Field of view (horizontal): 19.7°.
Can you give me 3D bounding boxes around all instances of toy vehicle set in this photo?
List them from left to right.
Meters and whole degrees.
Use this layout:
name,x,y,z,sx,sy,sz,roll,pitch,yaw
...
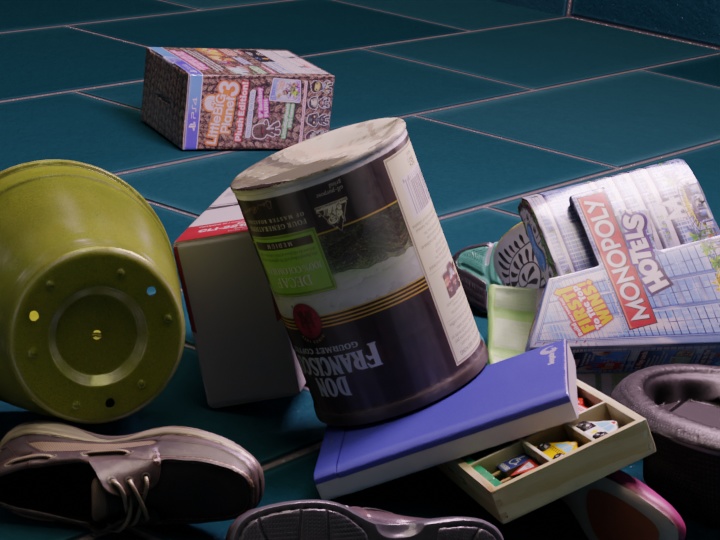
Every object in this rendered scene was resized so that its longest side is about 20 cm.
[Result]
name,x,y,z,sx,sy,sz,roll,pitch,yaw
toy vehicle set,0.126,0.126,1.547,0.124,0.027,0.200,-24,14,-10

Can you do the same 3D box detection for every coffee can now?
name,x,y,z,sx,sy,sz,roll,pitch,yaw
coffee can,0.000,0.000,1.621,0.146,0.201,0.146,-19,13,5

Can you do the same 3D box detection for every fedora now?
name,x,y,z,sx,sy,sz,roll,pitch,yaw
fedora,0.287,0.143,1.591,0.199,0.092,0.201,6,16,-2

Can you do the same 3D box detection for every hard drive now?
name,x,y,z,sx,sy,sz,roll,pitch,yaw
hard drive,0.066,0.112,1.574,0.199,0.025,0.132,-19,13,10

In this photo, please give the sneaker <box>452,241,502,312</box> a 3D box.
name,x,y,z,sx,sy,sz,roll,pitch,yaw
sneaker,0.186,0.023,2.042,0.199,0.075,0.088,9,-12,18

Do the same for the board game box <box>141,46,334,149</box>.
name,x,y,z,sx,sy,sz,roll,pitch,yaw
board game box,-0.157,-0.219,2.627,0.199,0.097,0.159,-2,18,-25

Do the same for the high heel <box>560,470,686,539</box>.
name,x,y,z,sx,sy,sz,roll,pitch,yaw
high heel,0.187,0.156,1.542,0.096,0.068,0.200,-20,25,-35

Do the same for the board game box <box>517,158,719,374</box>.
name,x,y,z,sx,sy,sz,roll,pitch,yaw
board game box,0.213,0.008,1.741,0.199,0.062,0.201,-14,65,-12

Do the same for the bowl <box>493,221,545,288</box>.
name,x,y,z,sx,sy,sz,roll,pitch,yaw
bowl,0.217,0.032,1.873,0.200,0.201,0.095,6,60,0

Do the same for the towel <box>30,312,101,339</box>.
name,x,y,z,sx,sy,sz,roll,pitch,yaw
towel,-0.274,0.041,1.855,0.199,0.018,0.086,7,17,2

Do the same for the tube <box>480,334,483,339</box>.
name,x,y,z,sx,sy,sz,roll,pitch,yaw
tube,0.051,0.092,1.744,0.050,0.077,0.200,50,25,4

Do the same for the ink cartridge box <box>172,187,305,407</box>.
name,x,y,z,sx,sy,sz,roll,pitch,yaw
ink cartridge box,-0.084,0.013,1.767,0.083,0.145,0.200,-9,14,11

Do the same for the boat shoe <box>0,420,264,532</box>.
name,x,y,z,sx,sy,sz,roll,pitch,yaw
boat shoe,-0.167,0.155,1.443,0.199,0.075,0.073,1,25,14

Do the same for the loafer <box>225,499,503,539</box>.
name,x,y,z,sx,sy,sz,roll,pitch,yaw
loafer,-0.002,0.191,1.393,0.199,0.072,0.063,6,-4,-23

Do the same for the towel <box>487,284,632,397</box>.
name,x,y,z,sx,sy,sz,roll,pitch,yaw
towel,0.206,0.077,1.753,0.199,0.031,0.150,5,53,-4

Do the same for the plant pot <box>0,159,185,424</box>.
name,x,y,z,sx,sy,sz,roll,pitch,yaw
plant pot,-0.214,0.028,1.553,0.199,0.201,0.193,1,10,-19
